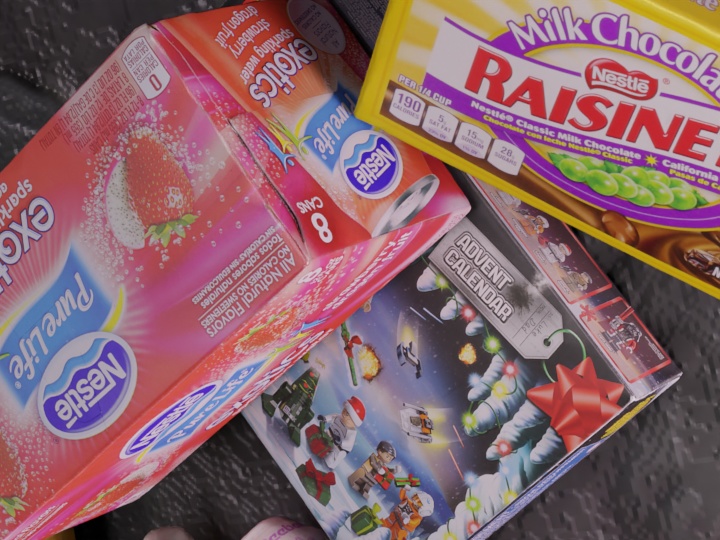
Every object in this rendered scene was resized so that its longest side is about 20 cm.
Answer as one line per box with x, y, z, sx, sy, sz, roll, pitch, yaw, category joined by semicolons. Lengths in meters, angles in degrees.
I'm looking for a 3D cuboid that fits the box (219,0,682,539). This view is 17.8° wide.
0.000;0.000;0.805;0.137;0.040;0.200;-45;76;32;box

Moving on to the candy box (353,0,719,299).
0.099;-0.041;0.682;0.200;0.026;0.102;27;139;7;candy box

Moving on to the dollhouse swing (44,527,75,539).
-0.232;0.163;0.886;0.200;0.176;0.182;-8;96;32;dollhouse swing

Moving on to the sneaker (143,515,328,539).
-0.010;0.146;0.825;0.200;0.075;0.100;10;108;32;sneaker

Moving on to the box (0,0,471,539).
-0.075;0.006;0.771;0.200;0.100;0.096;-41;78;33;box
